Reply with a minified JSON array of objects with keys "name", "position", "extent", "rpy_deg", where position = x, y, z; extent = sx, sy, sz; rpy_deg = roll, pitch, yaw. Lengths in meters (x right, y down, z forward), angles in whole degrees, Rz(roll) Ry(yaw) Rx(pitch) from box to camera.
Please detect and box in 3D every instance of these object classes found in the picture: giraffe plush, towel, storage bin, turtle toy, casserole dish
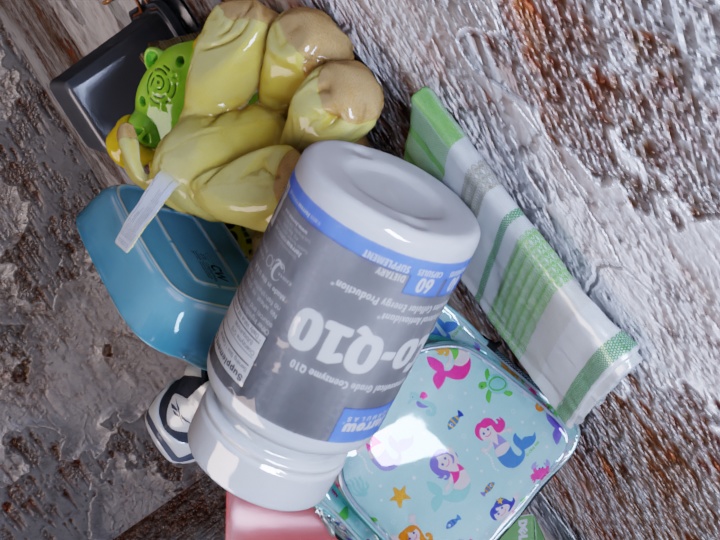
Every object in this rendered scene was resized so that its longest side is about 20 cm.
[{"name":"giraffe plush","position":[-0.050,-0.064,0.943],"extent":[0.162,0.200,0.173],"rpy_deg":[31,-159,-51]},{"name":"towel","position":[0.092,-0.006,0.833],"extent":[0.200,0.031,0.149],"rpy_deg":[55,167,14]},{"name":"storage bin","position":[-0.228,-0.192,1.356],"extent":[0.146,0.134,0.200],"rpy_deg":[59,167,-16]},{"name":"turtle toy","position":[-0.088,-0.103,1.063],"extent":[0.200,0.146,0.101],"rpy_deg":[43,-153,-13]},{"name":"casserole dish","position":[-0.123,-0.002,0.963],"extent":[0.121,0.039,0.200],"rpy_deg":[12,-151,-37]}]

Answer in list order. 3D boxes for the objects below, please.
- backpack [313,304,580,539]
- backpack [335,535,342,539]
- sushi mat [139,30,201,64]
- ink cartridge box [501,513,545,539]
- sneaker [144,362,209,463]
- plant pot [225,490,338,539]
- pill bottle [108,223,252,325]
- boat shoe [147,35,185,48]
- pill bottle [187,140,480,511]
[{"name":"backpack","position":[0.031,0.108,0.952],"extent":[0.200,0.178,0.151],"rpy_deg":[44,172,-5]},{"name":"backpack","position":[0.026,0.136,1.146],"extent":[0.127,0.167,0.200],"rpy_deg":[22,149,4]},{"name":"sushi mat","position":[-0.097,-0.116,1.154],"extent":[0.200,0.096,0.012],"rpy_deg":[54,137,9]},{"name":"ink cartridge box","position":[0.121,0.271,1.197],"extent":[0.059,0.200,0.104],"rpy_deg":[-83,-26,-49]},{"name":"sneaker","position":[-0.063,0.065,1.051],"extent":[0.080,0.199,0.130],"rpy_deg":[60,145,10]},{"name":"plant pot","position":[-0.038,0.224,1.297],"extent":[0.200,0.177,0.201],"rpy_deg":[-179,90,-86]},{"name":"pill bottle","position":[-0.108,-0.016,1.160],"extent":[0.104,0.200,0.104],"rpy_deg":[21,118,46]},{"name":"boat shoe","position":[-0.141,-0.115,1.256],"extent":[0.071,0.064,0.200],"rpy_deg":[-159,56,-75]},{"name":"pill bottle","position":[-0.022,0.035,0.810],"extent":[0.114,0.200,0.114],"rpy_deg":[22,-157,-10]}]
